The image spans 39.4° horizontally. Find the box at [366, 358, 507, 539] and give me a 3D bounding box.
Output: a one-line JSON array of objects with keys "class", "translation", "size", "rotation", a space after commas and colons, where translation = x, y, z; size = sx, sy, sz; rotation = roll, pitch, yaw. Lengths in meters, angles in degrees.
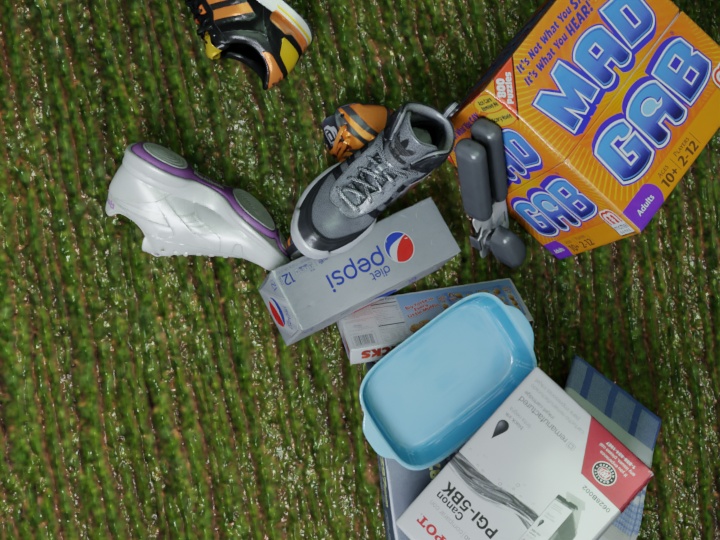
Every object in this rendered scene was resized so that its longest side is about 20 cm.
[{"class": "box", "translation": [0.095, 0.183, 1.049], "size": [0.156, 0.051, 0.203], "rotation": [-5, 85, -11]}]

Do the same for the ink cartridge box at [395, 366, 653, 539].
[{"class": "ink cartridge box", "translation": [0.151, 0.216, 0.939], "size": [0.147, 0.083, 0.200], "rotation": [42, 85, 18]}]

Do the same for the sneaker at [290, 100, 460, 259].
[{"class": "sneaker", "translation": [0.017, -0.096, 0.957], "size": [0.076, 0.114, 0.200], "rotation": [47, 65, 0]}]

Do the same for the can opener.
[{"class": "can opener", "translation": [0.140, -0.070, 1.017], "size": [0.067, 0.201, 0.053], "rotation": [32, 72, 25]}]

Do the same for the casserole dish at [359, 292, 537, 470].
[{"class": "casserole dish", "translation": [0.084, 0.107, 1.000], "size": [0.199, 0.039, 0.122], "rotation": [-37, 101, -10]}]

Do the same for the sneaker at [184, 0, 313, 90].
[{"class": "sneaker", "translation": [-0.149, -0.269, 1.039], "size": [0.199, 0.070, 0.091], "rotation": [34, 76, -8]}]

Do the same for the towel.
[{"class": "towel", "translation": [0.243, 0.210, 1.047], "size": [0.146, 0.024, 0.202], "rotation": [36, 60, -21]}]

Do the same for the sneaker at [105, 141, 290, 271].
[{"class": "sneaker", "translation": [-0.164, -0.047, 1.024], "size": [0.199, 0.075, 0.100], "rotation": [31, 109, -14]}]

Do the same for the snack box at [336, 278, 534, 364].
[{"class": "snack box", "translation": [0.076, 0.051, 1.052], "size": [0.197, 0.072, 0.025], "rotation": [-8, 130, -12]}]

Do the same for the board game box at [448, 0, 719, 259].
[{"class": "board game box", "translation": [0.228, -0.163, 1.036], "size": [0.199, 0.200, 0.201], "rotation": [41, 77, -4]}]

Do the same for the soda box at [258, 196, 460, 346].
[{"class": "soda box", "translation": [0.000, 0.000, 1.022], "size": [0.199, 0.063, 0.069], "rotation": [-26, 83, -25]}]

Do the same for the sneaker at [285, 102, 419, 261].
[{"class": "sneaker", "translation": [-0.022, -0.098, 1.050], "size": [0.199, 0.078, 0.112], "rotation": [-38, 88, -25]}]
